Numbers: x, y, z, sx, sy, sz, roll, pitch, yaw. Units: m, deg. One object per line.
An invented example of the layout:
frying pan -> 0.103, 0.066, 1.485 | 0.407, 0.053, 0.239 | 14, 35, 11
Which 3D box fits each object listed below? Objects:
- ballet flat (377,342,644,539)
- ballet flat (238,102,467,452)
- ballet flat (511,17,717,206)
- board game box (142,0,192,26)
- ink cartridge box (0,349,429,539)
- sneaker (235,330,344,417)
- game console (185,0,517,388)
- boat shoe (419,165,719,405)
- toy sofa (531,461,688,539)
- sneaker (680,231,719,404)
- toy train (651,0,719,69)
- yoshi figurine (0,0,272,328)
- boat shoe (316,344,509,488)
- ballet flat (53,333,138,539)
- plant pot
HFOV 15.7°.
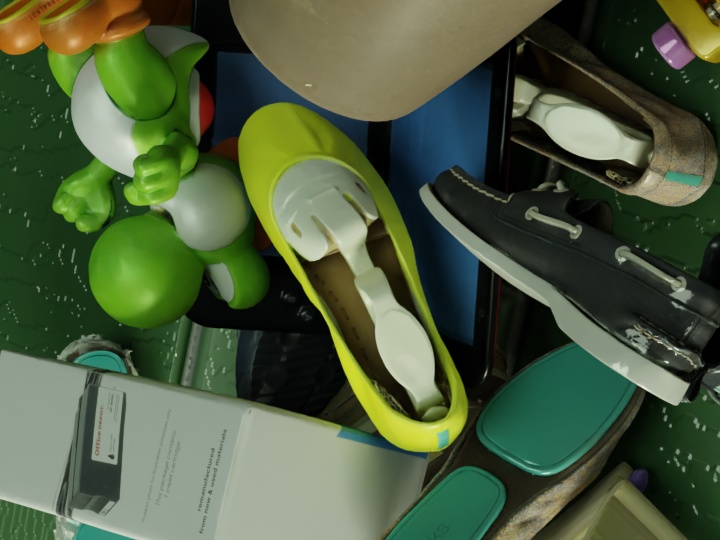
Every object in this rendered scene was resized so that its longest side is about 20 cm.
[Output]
ballet flat -> 0.075, 0.114, 1.365 | 0.068, 0.200, 0.067 | 38, 158, 28
ballet flat -> 0.000, 0.000, 1.330 | 0.067, 0.067, 0.200 | -27, 87, -4
ballet flat -> 0.097, -0.092, 1.374 | 0.200, 0.067, 0.068 | 27, 109, 34
board game box -> -0.132, -0.271, 1.453 | 0.200, 0.200, 0.200 | 40, 117, 28
ink cartridge box -> -0.088, 0.106, 1.397 | 0.200, 0.145, 0.084 | 10, 85, 44
sneaker -> -0.044, -0.005, 1.504 | 0.082, 0.070, 0.200 | 27, 109, 53
game console -> -0.011, -0.051, 1.382 | 0.172, 0.119, 0.200 | 4, 103, 0
boat shoe -> 0.101, -0.008, 1.252 | 0.060, 0.074, 0.200 | -55, 39, 5
toy sofa -> 0.101, 0.198, 1.400 | 0.083, 0.098, 0.200 | 45, 122, -2
sneaker -> 0.194, 0.066, 1.265 | 0.078, 0.140, 0.200 | -6, 90, 38
toy train -> 0.214, -0.168, 1.290 | 0.150, 0.056, 0.200 | -11, 83, 24
yoshi figurine -> -0.122, -0.050, 1.350 | 0.112, 0.112, 0.200 | -21, 115, 20
boat shoe -> 0.008, 0.088, 1.471 | 0.200, 0.072, 0.076 | -32, 49, 31
ballet flat -> -0.159, 0.138, 1.608 | 0.072, 0.072, 0.200 | -1, 92, 38
plant pot -> 0.026, -0.169, 1.249 | 0.200, 0.200, 0.175 | 54, 130, 21
